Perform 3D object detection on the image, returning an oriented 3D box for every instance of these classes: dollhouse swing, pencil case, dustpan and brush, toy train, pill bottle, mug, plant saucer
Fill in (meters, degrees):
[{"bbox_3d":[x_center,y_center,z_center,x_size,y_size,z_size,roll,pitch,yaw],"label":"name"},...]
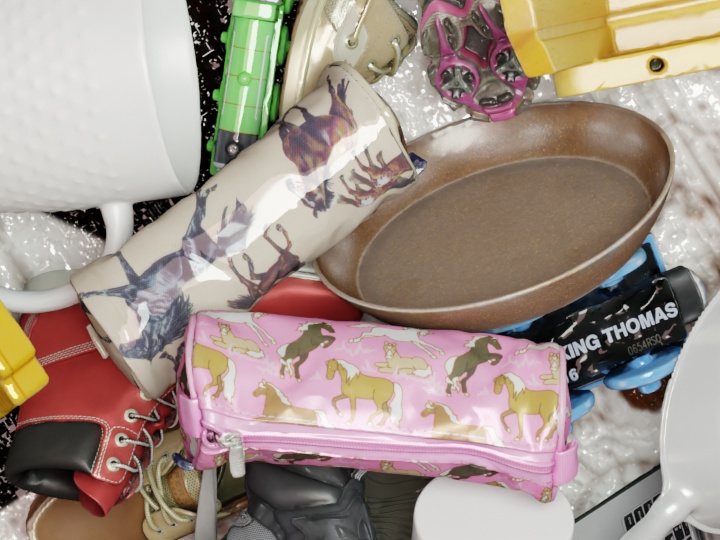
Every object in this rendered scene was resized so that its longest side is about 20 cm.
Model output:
[{"bbox_3d":[0.152,-0.200,1.321,0.181,0.176,0.201,-10,94,4],"label":"dollhouse swing"},{"bbox_3d":[0.008,0.067,1.260,0.199,0.083,0.087,4,71,-5],"label":"pencil case"},{"bbox_3d":[-0.062,-0.020,1.321,0.200,0.089,0.078,-40,90,-1],"label":"pencil case"},{"bbox_3d":[0.185,0.103,1.335,0.057,0.200,0.140,-3,128,42],"label":"dustpan and brush"},{"bbox_3d":[-0.056,-0.144,1.397,0.041,0.056,0.201,8,96,2],"label":"toy train"},{"bbox_3d":[0.065,0.201,1.330,0.111,0.112,0.201,3,127,2],"label":"pill bottle"},{"bbox_3d":[0.087,0.042,1.369,0.199,0.114,0.087,-23,100,-4],"label":"toy train"},{"bbox_3d":[-0.182,-0.077,1.364,0.174,0.148,0.201,-7,94,7],"label":"mug"},{"bbox_3d":[0.073,-0.024,1.345,0.199,0.201,0.035,-18,118,5],"label":"plant saucer"}]

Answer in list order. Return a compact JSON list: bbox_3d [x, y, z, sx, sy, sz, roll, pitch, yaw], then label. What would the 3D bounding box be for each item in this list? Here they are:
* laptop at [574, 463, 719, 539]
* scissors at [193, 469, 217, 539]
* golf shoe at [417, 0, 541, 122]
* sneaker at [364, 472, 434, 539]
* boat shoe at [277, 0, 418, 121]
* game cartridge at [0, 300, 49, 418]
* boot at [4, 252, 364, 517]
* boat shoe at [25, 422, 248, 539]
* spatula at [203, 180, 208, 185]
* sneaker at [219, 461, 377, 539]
[{"bbox_3d":[0.228,0.191,1.391,0.116,0.200,0.188,-14,96,38],"label":"laptop"},{"bbox_3d":[-0.093,0.183,1.407,0.073,0.014,0.201,-13,127,-1],"label":"scissors"},{"bbox_3d":[0.047,-0.182,1.347,0.072,0.092,0.201,-10,119,16],"label":"golf shoe"},{"bbox_3d":[0.007,0.183,1.428,0.074,0.106,0.201,18,68,23],"label":"sneaker"},{"bbox_3d":[-0.001,-0.134,1.390,0.065,0.072,0.201,13,91,3],"label":"boat shoe"},{"bbox_3d":[-0.247,0.009,1.357,0.032,0.200,0.177,-37,93,-22],"label":"game cartridge"},{"bbox_3d":[-0.093,0.065,1.374,0.199,0.073,0.145,-8,53,11],"label":"boot"},{"bbox_3d":[-0.095,0.110,1.415,0.199,0.074,0.076,-27,94,5],"label":"boat shoe"},{"bbox_3d":[0.000,0.000,1.418,0.199,0.021,0.057,29,96,-13],"label":"spatula"},{"bbox_3d":[-0.058,0.150,1.346,0.199,0.075,0.114,-18,58,42],"label":"sneaker"}]
